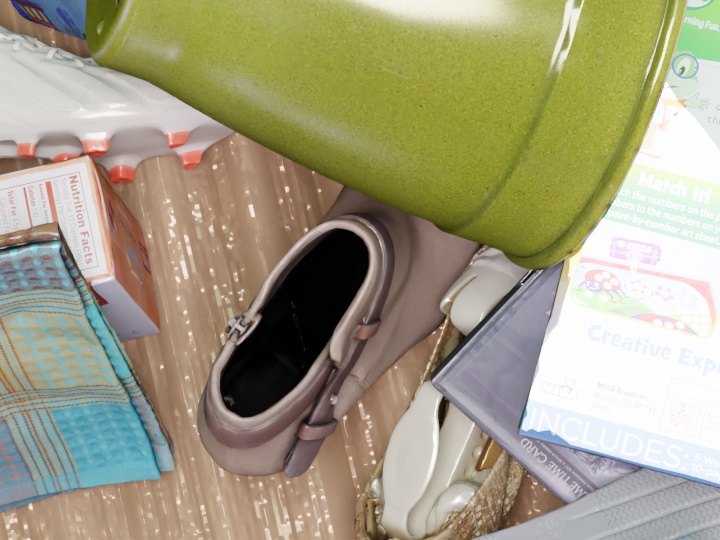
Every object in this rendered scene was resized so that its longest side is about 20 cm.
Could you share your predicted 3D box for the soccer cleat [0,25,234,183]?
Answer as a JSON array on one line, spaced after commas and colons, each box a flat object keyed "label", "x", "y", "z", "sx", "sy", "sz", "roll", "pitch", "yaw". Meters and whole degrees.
[{"label": "soccer cleat", "x": -0.152, "y": -0.080, "z": 1.242, "sx": 0.199, "sy": 0.069, "sz": 0.078, "roll": -2, "pitch": 77, "yaw": 6}]

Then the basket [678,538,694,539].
[{"label": "basket", "x": 0.096, "y": 0.209, "z": 1.026, "sx": 0.176, "sy": 0.139, "sz": 0.200, "roll": -23, "pitch": 42, "yaw": 5}]

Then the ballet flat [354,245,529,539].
[{"label": "ballet flat", "x": 0.053, "y": 0.046, "z": 1.200, "sx": 0.070, "sy": 0.065, "sz": 0.201, "roll": 15, "pitch": 79, "yaw": 33}]

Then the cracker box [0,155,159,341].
[{"label": "cracker box", "x": -0.193, "y": 0.012, "z": 1.194, "sx": 0.199, "sy": 0.134, "sz": 0.058, "roll": -12, "pitch": 79, "yaw": 1}]

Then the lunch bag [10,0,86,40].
[{"label": "lunch bag", "x": -0.072, "y": -0.195, "z": 1.215, "sx": 0.200, "sy": 0.150, "sz": 0.094, "roll": -47, "pitch": 121, "yaw": -13}]

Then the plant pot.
[{"label": "plant pot", "x": 0.002, "y": -0.120, "z": 1.084, "sx": 0.192, "sy": 0.200, "sz": 0.201, "roll": 14, "pitch": 81, "yaw": -15}]

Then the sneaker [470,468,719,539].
[{"label": "sneaker", "x": 0.106, "y": 0.131, "z": 1.143, "sx": 0.199, "sy": 0.071, "sz": 0.073, "roll": -15, "pitch": 40, "yaw": 4}]

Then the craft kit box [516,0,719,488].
[{"label": "craft kit box", "x": 0.179, "y": -0.007, "z": 1.093, "sx": 0.199, "sy": 0.049, "sz": 0.198, "roll": 15, "pitch": 93, "yaw": 4}]

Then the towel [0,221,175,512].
[{"label": "towel", "x": -0.166, "y": 0.051, "z": 1.155, "sx": 0.146, "sy": 0.200, "sz": 0.022, "roll": -14, "pitch": 59, "yaw": 2}]

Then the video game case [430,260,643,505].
[{"label": "video game case", "x": 0.147, "y": 0.020, "z": 1.151, "sx": 0.143, "sy": 0.019, "sz": 0.200, "roll": 42, "pitch": 100, "yaw": -8}]

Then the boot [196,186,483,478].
[{"label": "boot", "x": 0.000, "y": 0.000, "z": 1.176, "sx": 0.070, "sy": 0.146, "sz": 0.200, "roll": 28, "pitch": 83, "yaw": 9}]
